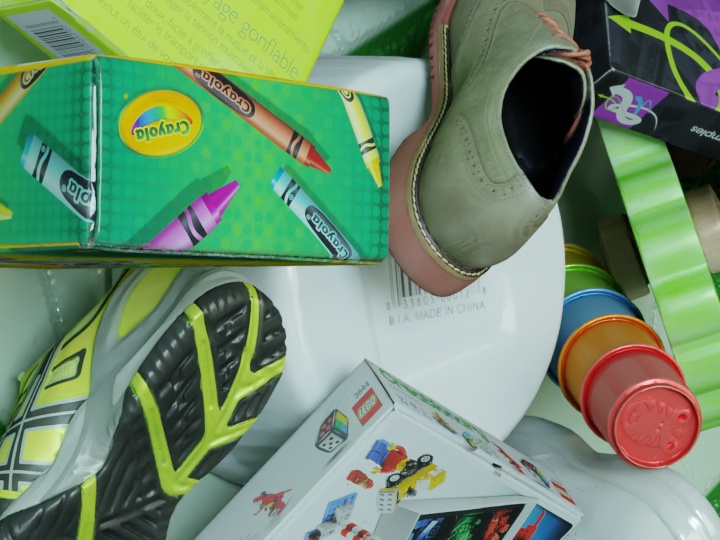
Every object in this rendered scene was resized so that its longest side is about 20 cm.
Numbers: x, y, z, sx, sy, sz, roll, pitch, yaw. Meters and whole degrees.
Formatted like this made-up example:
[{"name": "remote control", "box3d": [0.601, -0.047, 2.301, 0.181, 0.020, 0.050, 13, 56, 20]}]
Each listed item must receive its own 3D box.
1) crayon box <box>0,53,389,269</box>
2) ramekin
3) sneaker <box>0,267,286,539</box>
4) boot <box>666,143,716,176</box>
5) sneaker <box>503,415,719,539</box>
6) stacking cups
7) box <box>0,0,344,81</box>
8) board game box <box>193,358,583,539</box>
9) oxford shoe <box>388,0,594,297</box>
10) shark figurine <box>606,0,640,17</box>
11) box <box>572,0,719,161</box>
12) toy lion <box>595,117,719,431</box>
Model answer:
[{"name": "crayon box", "box3d": [-0.100, -0.031, 0.608, 0.119, 0.200, 0.058, 2, 88, -43]}, {"name": "ramekin", "box3d": [0.000, 0.000, 0.777, 0.200, 0.098, 0.201, -2, 92, -44]}, {"name": "sneaker", "box3d": [-0.110, 0.079, 0.686, 0.200, 0.076, 0.075, -50, 132, -4]}, {"name": "boot", "box3d": [0.208, -0.168, 1.002, 0.146, 0.070, 0.200, -31, 123, -51]}, {"name": "sneaker", "box3d": [0.080, 0.121, 0.805, 0.088, 0.200, 0.075, -38, 101, -16]}, {"name": "stacking cups", "box3d": [0.107, 0.038, 0.819, 0.060, 0.200, 0.061, -1, 104, -3]}, {"name": "box", "box3d": [-0.049, -0.151, 0.696, 0.122, 0.048, 0.200, 40, 64, -38]}, {"name": "board game box", "box3d": [-0.018, 0.139, 0.730, 0.200, 0.035, 0.126, -47, 130, 11]}, {"name": "oxford shoe", "box3d": [0.069, -0.074, 0.716, 0.070, 0.075, 0.200, 41, 43, -25]}, {"name": "shark figurine", "box3d": [0.137, -0.148, 0.741, 0.128, 0.214, 0.090, -4, 105, -70]}, {"name": "box", "box3d": [0.182, -0.113, 0.837, 0.200, 0.036, 0.143, 17, 55, -27]}, {"name": "toy lion", "box3d": [0.143, -0.030, 0.864, 0.192, 0.069, 0.200, -83, 153, -68]}]
